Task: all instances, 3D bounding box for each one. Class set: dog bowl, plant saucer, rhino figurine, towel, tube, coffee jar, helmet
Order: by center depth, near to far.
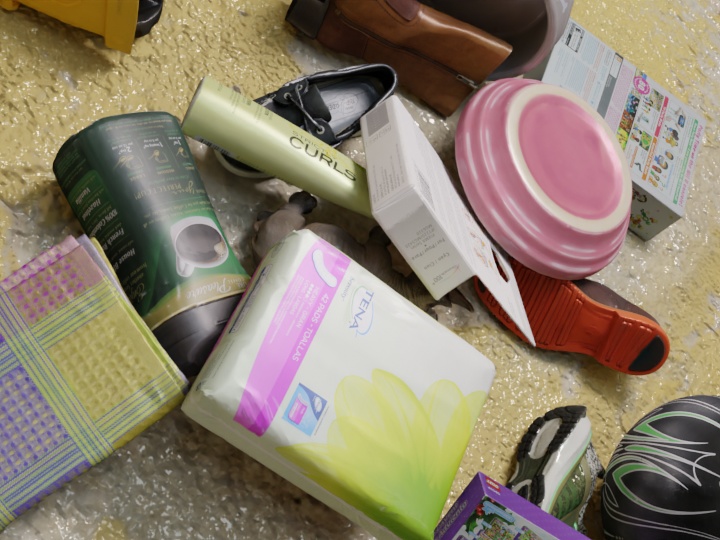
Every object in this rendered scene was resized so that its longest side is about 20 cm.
[{"bbox_3d":[-0.230,0.082,0.812,0.199,0.023,0.144,-36,86,-19],"label":"towel"},{"bbox_3d":[-0.151,-0.016,0.902,0.103,0.085,0.202,-14,73,-49],"label":"coffee jar"},{"bbox_3d":[0.000,0.000,0.962,0.197,0.060,0.088,22,30,0],"label":"rhino figurine"},{"bbox_3d":[-0.052,-0.095,0.978,0.198,0.052,0.059,27,64,-13],"label":"tube"},{"bbox_3d":[0.295,0.199,0.989,0.189,0.203,0.200,24,45,28],"label":"helmet"},{"bbox_3d":[0.179,-0.093,1.083,0.198,0.051,0.204,16,58,-27],"label":"plant saucer"},{"bbox_3d":[0.109,-0.264,1.115,0.198,0.200,0.059,33,56,-12],"label":"dog bowl"}]

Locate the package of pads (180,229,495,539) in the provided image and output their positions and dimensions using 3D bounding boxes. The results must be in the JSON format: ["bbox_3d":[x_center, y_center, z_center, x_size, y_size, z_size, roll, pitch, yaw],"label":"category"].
[{"bbox_3d":[-0.009,0.083,0.853,0.199,0.068,0.156,36,60,-14],"label":"package of pads"}]

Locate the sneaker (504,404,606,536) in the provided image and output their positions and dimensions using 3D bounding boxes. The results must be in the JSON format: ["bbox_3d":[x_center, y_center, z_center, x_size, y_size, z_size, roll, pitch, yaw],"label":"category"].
[{"bbox_3d":[0.162,0.210,0.995,0.089,0.076,0.201,49,54,-16],"label":"sneaker"}]

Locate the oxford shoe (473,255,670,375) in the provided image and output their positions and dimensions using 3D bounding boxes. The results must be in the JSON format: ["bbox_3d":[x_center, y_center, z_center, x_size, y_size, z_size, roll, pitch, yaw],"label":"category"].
[{"bbox_3d":[0.194,0.036,1.114,0.198,0.072,0.073,26,21,-9],"label":"oxford shoe"}]

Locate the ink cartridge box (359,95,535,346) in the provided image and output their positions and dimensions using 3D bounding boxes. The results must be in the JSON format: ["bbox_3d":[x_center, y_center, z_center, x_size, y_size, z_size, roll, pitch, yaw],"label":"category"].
[{"bbox_3d":[0.069,-0.037,0.992,0.177,0.044,0.201,51,15,-24],"label":"ink cartridge box"}]

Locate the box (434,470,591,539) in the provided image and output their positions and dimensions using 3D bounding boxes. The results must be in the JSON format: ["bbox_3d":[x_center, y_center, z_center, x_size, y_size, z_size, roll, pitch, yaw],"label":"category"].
[{"bbox_3d":[0.132,0.262,0.909,0.198,0.138,0.039,33,14,-13],"label":"box"}]

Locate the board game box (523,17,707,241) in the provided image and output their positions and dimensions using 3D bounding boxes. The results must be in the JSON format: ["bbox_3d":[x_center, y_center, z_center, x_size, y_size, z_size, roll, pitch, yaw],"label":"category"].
[{"bbox_3d":[0.259,-0.150,1.236,0.198,0.064,0.149,34,54,-11],"label":"board game box"}]

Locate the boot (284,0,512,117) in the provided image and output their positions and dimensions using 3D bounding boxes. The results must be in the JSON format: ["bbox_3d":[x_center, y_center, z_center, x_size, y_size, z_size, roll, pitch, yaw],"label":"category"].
[{"bbox_3d":[0.052,-0.239,1.076,0.198,0.189,0.069,27,44,-14],"label":"boot"}]

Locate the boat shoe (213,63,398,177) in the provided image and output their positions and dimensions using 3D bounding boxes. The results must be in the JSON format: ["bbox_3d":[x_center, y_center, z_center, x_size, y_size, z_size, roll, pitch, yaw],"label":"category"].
[{"bbox_3d":[-0.041,-0.141,1.046,0.197,0.066,0.075,-19,77,-36],"label":"boat shoe"}]

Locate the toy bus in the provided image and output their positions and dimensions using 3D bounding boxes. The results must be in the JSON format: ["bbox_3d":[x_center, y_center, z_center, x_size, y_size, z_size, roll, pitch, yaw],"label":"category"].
[{"bbox_3d":[-0.243,-0.305,0.981,0.188,0.136,0.203,13,57,-7],"label":"toy bus"}]

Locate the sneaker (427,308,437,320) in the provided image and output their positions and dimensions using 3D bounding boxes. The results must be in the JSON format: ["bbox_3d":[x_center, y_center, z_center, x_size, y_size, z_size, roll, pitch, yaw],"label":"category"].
[{"bbox_3d":[0.004,0.104,0.958,0.084,0.078,0.202,18,50,-4],"label":"sneaker"}]
